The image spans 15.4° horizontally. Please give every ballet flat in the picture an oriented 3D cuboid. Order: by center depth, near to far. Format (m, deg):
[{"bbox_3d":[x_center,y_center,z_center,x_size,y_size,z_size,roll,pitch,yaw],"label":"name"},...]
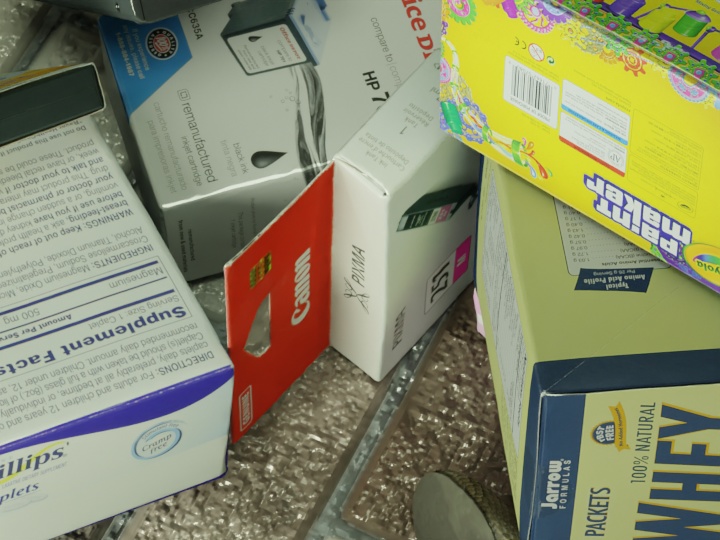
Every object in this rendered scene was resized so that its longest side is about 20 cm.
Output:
[{"bbox_3d":[0.095,0.170,1.389,0.046,0.068,0.200,-11,36,-35],"label":"ballet flat"}]

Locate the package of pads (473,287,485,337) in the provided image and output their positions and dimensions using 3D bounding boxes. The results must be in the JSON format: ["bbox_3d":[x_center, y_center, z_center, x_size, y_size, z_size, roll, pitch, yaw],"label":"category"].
[{"bbox_3d":[0.171,0.036,1.476,0.200,0.076,0.121,35,67,19],"label":"package of pads"}]

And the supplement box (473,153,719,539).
[{"bbox_3d":[0.167,0.023,1.342,0.198,0.135,0.201,-4,48,-4],"label":"supplement box"}]

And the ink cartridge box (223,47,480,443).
[{"bbox_3d":[0.000,0.000,1.423,0.043,0.200,0.174,35,65,18],"label":"ink cartridge box"}]

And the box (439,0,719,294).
[{"bbox_3d":[0.174,-0.117,1.296,0.199,0.123,0.192,33,55,27],"label":"box"}]

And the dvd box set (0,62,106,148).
[{"bbox_3d":[-0.255,-0.076,1.466,0.146,0.199,0.030,-24,105,-38],"label":"dvd box set"}]

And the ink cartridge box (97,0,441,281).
[{"bbox_3d":[-0.038,-0.095,1.547,0.199,0.086,0.147,-17,59,-8],"label":"ink cartridge box"}]

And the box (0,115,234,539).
[{"bbox_3d":[-0.190,0.038,1.433,0.183,0.105,0.201,-19,55,-20],"label":"box"}]

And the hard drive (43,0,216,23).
[{"bbox_3d":[-0.111,-0.184,1.541,0.139,0.033,0.200,-21,19,-24],"label":"hard drive"}]
